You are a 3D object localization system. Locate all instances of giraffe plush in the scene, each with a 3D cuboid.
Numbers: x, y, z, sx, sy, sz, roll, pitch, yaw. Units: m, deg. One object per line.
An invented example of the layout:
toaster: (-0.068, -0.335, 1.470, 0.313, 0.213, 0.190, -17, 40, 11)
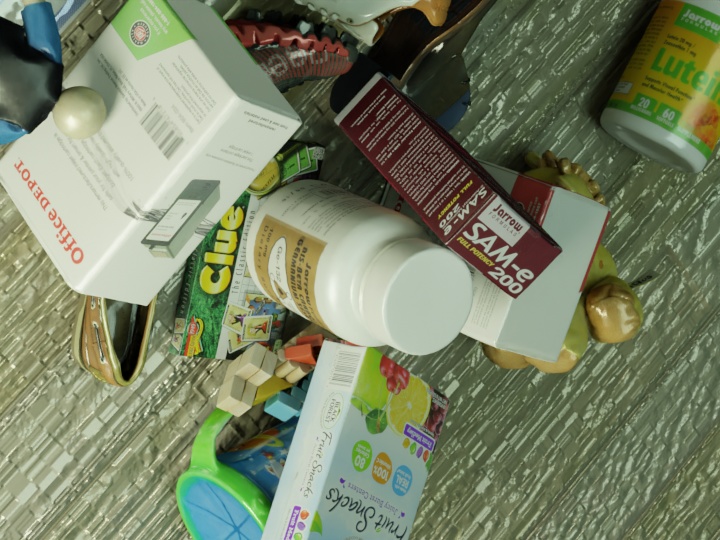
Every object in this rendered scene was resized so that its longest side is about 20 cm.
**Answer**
giraffe plush: (0.180, -0.021, 1.719, 0.200, 0.173, 0.162, -35, 114, -31)

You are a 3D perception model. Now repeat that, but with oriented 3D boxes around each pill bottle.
pill bottle: (0.000, 0.000, 1.536, 0.114, 0.200, 0.114, -11, 111, -31)
pill bottle: (0.323, -0.204, 1.778, 0.111, 0.111, 0.200, 30, 86, -37)

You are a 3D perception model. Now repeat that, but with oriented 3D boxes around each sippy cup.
sippy cup: (-0.070, 0.198, 1.629, 0.130, 0.140, 0.178, -35, 147, -33)

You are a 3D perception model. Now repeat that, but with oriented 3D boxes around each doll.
doll: (-0.276, -0.158, 1.355, 0.200, 0.048, 0.137, 30, 88, -3)

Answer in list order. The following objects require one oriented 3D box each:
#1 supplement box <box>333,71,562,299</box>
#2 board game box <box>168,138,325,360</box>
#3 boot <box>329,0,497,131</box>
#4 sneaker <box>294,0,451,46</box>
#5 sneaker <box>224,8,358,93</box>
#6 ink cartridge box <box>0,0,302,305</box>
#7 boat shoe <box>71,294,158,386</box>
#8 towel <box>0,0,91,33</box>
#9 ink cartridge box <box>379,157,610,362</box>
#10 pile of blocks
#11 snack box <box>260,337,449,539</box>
supplement box: (0.070, -0.072, 1.531, 0.061, 0.200, 0.109, -47, 134, 7)
board game box: (-0.098, -0.019, 1.602, 0.105, 0.023, 0.200, 7, 100, -34)
boot: (0.070, -0.187, 1.631, 0.200, 0.075, 0.097, -42, 136, 4)
sneaker: (-0.025, -0.224, 1.496, 0.073, 0.200, 0.085, -35, 125, -75)
sneaker: (-0.093, -0.165, 1.529, 0.200, 0.071, 0.098, -2, 106, -32)
ink cartridge box: (-0.164, -0.095, 1.407, 0.200, 0.146, 0.084, -48, 148, 18)
boat shoe: (-0.190, -0.004, 1.513, 0.072, 0.068, 0.200, -6, 107, -32)
towel: (-0.276, -0.265, 1.402, 0.147, 0.024, 0.200, -51, 124, -8)
ink cartridge box: (0.105, -0.021, 1.631, 0.083, 0.200, 0.147, 17, 95, -40)
pile of blocks: (-0.034, 0.081, 1.605, 0.200, 0.062, 0.082, -26, 82, -44)
snack box: (-0.004, 0.176, 1.574, 0.142, 0.053, 0.200, 36, 67, -48)
